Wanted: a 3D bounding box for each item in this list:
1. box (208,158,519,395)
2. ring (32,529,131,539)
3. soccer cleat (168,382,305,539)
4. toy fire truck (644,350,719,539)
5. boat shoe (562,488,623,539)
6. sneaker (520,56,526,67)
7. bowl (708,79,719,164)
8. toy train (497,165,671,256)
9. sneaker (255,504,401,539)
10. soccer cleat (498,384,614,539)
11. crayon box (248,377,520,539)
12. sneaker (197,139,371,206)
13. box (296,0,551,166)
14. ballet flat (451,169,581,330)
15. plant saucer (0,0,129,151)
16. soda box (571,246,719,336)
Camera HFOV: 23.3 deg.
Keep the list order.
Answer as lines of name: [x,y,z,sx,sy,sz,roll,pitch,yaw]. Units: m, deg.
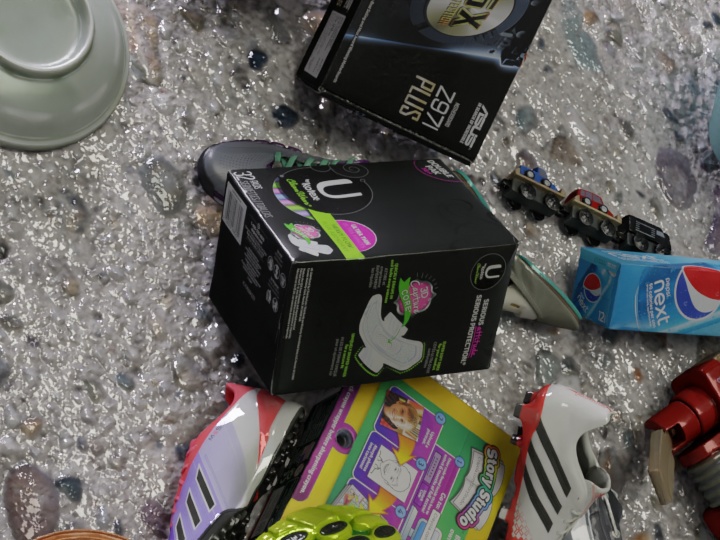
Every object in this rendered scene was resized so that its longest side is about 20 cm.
box: [0.000,0.000,1.403,0.198,0.125,0.149,-4,33,-26]
ring: [-0.199,0.289,1.270,0.199,0.019,0.202,13,62,-27]
soccer cleat: [-0.114,0.170,1.349,0.073,0.068,0.201,24,52,11]
toy fire truck: [0.327,0.182,1.590,0.199,0.129,0.177,-29,87,-25]
boat shoe: [0.194,0.211,1.514,0.067,0.072,0.202,-6,75,-31]
sneaker: [0.070,-0.253,1.652,0.199,0.073,0.077,36,28,-13]
bowl: [0.436,-0.141,1.778,0.199,0.105,0.202,14,48,-16]
toy train: [0.216,-0.054,1.665,0.199,0.034,0.046,22,56,-23]
sneaker: [-0.058,0.245,1.310,0.199,0.074,0.084,-29,130,-19]
soccer cleat: [0.162,0.190,1.445,0.069,0.085,0.202,-37,136,-61]
crayon box: [0.025,0.183,1.429,0.172,0.058,0.201,37,55,-14]
sneaker: [-0.037,-0.081,1.486,0.199,0.087,0.075,13,63,-27]
box: [0.062,-0.220,1.546,0.163,0.086,0.201,24,97,-22]
ballet flat: [0.119,-0.004,1.568,0.064,0.067,0.200,-44,110,-8]
plant saucer: [-0.273,-0.198,1.415,0.199,0.050,0.202,13,63,-26]
soda box: [0.299,0.022,1.649,0.199,0.068,0.065,4,101,-30]
